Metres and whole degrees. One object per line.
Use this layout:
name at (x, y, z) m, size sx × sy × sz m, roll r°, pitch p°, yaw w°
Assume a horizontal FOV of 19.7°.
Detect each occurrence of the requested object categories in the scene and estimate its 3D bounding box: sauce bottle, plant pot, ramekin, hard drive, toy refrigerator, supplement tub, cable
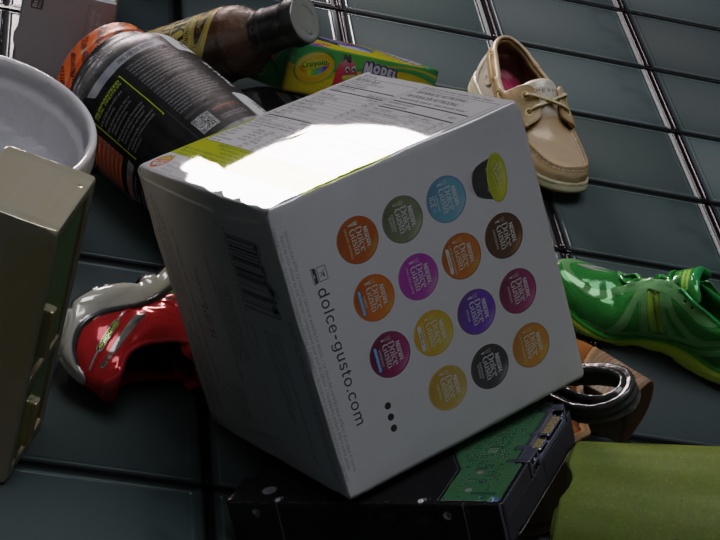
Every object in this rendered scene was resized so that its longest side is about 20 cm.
sauce bottle at (-0.121, -0.185, 1.732) m, size 0.199 × 0.065 × 0.065 m, roll -14°, pitch 15°, yaw 34°
plant pot at (0.220, 0.187, 1.352) m, size 0.188 × 0.202 × 0.200 m, roll 11°, pitch 31°, yaw 12°
ramekin at (-0.302, -0.073, 1.542) m, size 0.198 × 0.106 × 0.201 m, roll 13°, pitch 33°, yaw -9°
hard drive at (0.028, 0.133, 1.373) m, size 0.198 × 0.038 × 0.140 m, roll -4°, pitch 24°, yaw 26°
toy refrigerator at (-0.225, 0.031, 1.334) m, size 0.069 × 0.201 × 0.076 m, roll 19°, pitch 31°, yaw 3°
supplement tub at (-0.147, -0.107, 1.651) m, size 0.122 × 0.123 × 0.200 m, roll -18°, pitch 47°, yaw -42°
cable at (0.108, 0.088, 1.455) m, size 0.198 × 0.051 × 0.097 m, roll -4°, pitch 31°, yaw 26°

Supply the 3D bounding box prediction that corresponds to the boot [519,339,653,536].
boot at (0.104, 0.108, 1.513) m, size 0.154 × 0.074 × 0.200 m, roll 23°, pitch 35°, yaw 25°

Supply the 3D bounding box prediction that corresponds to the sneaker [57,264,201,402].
sneaker at (-0.128, 0.045, 1.495) m, size 0.199 × 0.077 × 0.085 m, roll -23°, pitch 61°, yaw -37°

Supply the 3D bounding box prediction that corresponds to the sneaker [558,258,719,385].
sneaker at (0.245, 0.025, 1.678) m, size 0.198 × 0.084 × 0.074 m, roll 19°, pitch 33°, yaw 4°

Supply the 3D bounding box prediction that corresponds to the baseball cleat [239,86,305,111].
baseball cleat at (-0.031, -0.110, 1.739) m, size 0.198 × 0.070 × 0.106 m, roll 11°, pitch 3°, yaw -11°

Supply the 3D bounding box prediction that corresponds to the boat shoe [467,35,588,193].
boat shoe at (0.156, -0.147, 1.906) m, size 0.073 × 0.070 × 0.200 m, roll -1°, pitch 37°, yaw -27°

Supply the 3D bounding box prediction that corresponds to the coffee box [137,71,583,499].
coffee box at (0.000, 0.000, 1.392) m, size 0.197 × 0.201 × 0.200 m, roll -24°, pitch 21°, yaw -24°

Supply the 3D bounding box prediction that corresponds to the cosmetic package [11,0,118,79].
cosmetic package at (-0.250, -0.241, 1.819) m, size 0.089 × 0.108 × 0.201 m, roll 11°, pitch 35°, yaw -10°

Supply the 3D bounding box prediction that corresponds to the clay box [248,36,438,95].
clay box at (-0.023, -0.177, 1.823) m, size 0.199 × 0.048 × 0.114 m, roll 5°, pitch 13°, yaw -43°
